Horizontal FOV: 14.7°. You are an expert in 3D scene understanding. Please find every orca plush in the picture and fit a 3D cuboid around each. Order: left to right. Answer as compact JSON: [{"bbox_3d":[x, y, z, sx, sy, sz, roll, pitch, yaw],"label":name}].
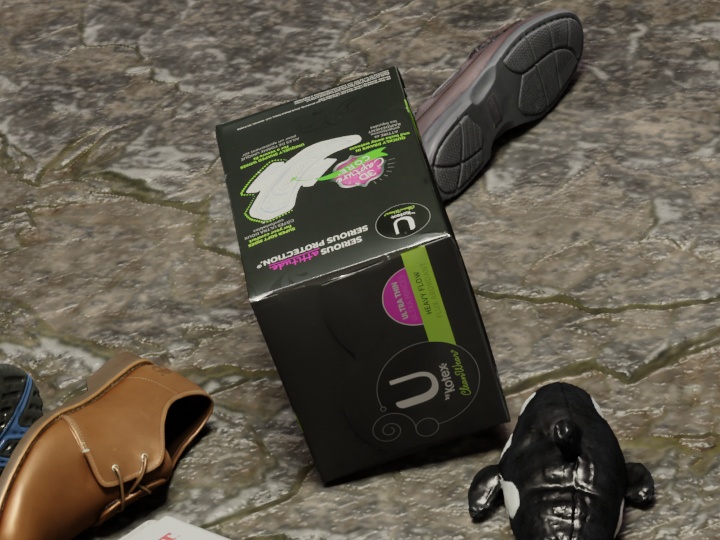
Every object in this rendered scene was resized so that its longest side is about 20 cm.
[{"bbox_3d":[0.102,0.118,1.573,0.105,0.071,0.200,7,38,22],"label":"orca plush"}]

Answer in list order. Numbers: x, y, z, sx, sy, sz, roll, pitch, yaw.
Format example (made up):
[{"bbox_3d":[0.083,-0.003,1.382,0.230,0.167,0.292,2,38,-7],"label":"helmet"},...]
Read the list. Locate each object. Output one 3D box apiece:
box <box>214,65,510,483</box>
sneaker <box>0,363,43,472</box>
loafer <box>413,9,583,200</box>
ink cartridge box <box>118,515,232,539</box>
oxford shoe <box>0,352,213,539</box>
[{"bbox_3d":[0.000,0.000,1.687,0.124,0.149,0.200,-18,34,3],"label":"box"},{"bbox_3d":[-0.280,0.126,1.665,0.200,0.076,0.077,-35,20,-32],"label":"sneaker"},{"bbox_3d":[0.080,-0.122,1.926,0.063,0.072,0.200,13,43,35],"label":"loafer"},{"bbox_3d":[-0.075,0.217,1.438,0.200,0.084,0.145,16,36,40],"label":"ink cartridge box"},{"bbox_3d":[-0.153,0.117,1.638,0.071,0.071,0.200,16,40,23],"label":"oxford shoe"}]
